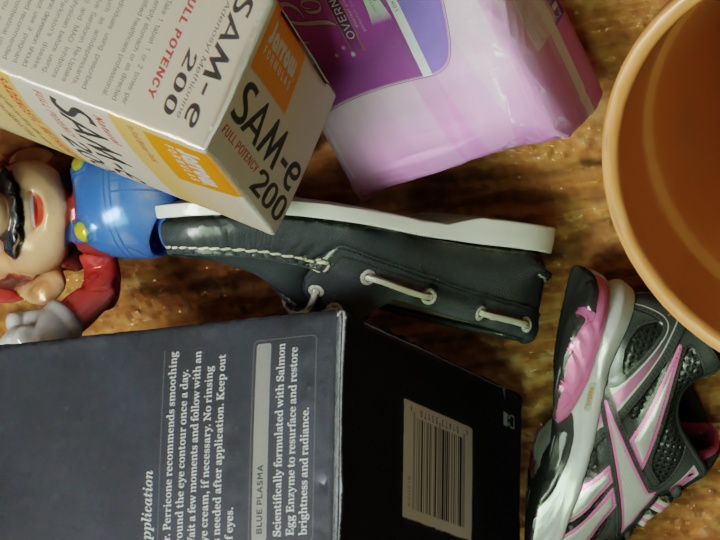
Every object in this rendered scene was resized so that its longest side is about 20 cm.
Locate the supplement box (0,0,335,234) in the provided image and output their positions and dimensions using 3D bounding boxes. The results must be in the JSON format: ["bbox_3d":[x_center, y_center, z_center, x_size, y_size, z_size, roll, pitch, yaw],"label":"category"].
[{"bbox_3d":[-0.123,-0.095,1.146,0.199,0.126,0.074,21,80,17],"label":"supplement box"}]

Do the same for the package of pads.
[{"bbox_3d":[0.013,-0.137,1.209,0.120,0.076,0.200,-17,111,29],"label":"package of pads"}]

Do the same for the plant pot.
[{"bbox_3d":[0.213,-0.069,1.133,0.199,0.140,0.201,10,123,16],"label":"plant pot"}]

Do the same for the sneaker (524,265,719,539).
[{"bbox_3d":[0.128,0.095,1.303,0.086,0.080,0.201,9,130,0],"label":"sneaker"}]

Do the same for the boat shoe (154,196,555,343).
[{"bbox_3d":[0.000,0.000,1.238,0.199,0.076,0.061,5,90,-22],"label":"boat shoe"}]

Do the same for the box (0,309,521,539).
[{"bbox_3d":[-0.051,0.102,1.283,0.199,0.197,0.118,-6,73,27],"label":"box"}]

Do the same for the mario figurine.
[{"bbox_3d":[-0.132,-0.029,1.304,0.199,0.124,0.106,-12,131,22],"label":"mario figurine"}]
